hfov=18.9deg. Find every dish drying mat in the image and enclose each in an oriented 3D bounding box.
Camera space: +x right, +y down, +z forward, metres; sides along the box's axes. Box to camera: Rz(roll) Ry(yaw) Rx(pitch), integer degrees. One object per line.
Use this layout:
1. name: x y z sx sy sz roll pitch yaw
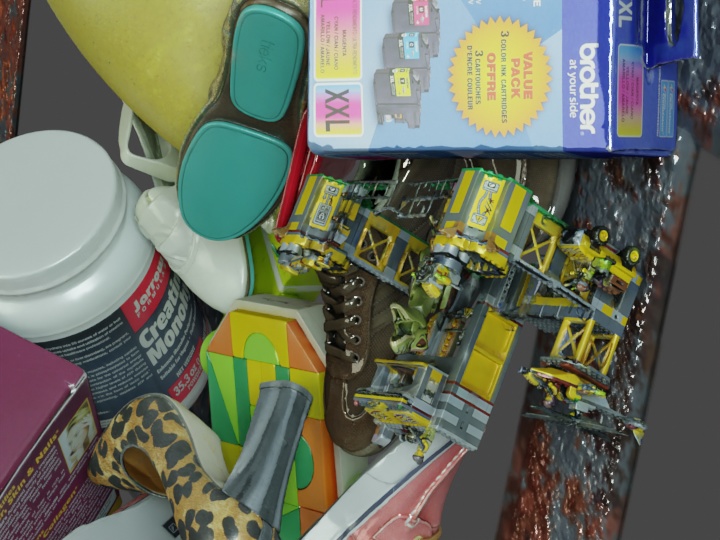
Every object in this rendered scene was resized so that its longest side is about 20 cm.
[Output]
1. dish drying mat: -0.017 -0.071 1.219 0.200 0.018 0.077 -60 -14 -75

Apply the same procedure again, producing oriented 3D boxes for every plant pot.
1. plant pot: -0.082 -0.153 1.300 0.200 0.199 0.143 -33 76 60

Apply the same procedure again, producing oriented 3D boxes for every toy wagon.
1. toy wagon: -0.041 0.118 1.331 0.155 0.039 0.202 9 105 50

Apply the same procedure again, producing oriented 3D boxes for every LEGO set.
1. LEGO set: 0.038 0.031 1.067 0.199 0.153 0.117 6 69 48

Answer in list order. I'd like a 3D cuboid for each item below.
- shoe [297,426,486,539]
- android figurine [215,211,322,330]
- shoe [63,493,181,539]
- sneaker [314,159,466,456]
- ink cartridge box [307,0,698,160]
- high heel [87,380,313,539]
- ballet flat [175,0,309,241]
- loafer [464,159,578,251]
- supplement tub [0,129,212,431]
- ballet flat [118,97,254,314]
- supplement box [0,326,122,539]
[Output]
1. shoe: 0.025 0.155 1.218 0.091 0.071 0.200 44 116 3
2. android figurine: -0.064 -0.024 1.413 0.200 0.041 0.183 124 137 -52
3. shoe: -0.141 0.188 1.408 0.071 0.200 0.091 46 145 9
4. sneaker: 0.000 0.000 1.196 0.070 0.075 0.202 13 89 54
5. ink cartridge box: 0.076 -0.122 1.027 0.199 0.076 0.138 1 93 31
6. high heel: -0.118 0.146 1.289 0.199 0.071 0.143 -18 44 43
7. ballet flat: -0.054 -0.096 1.196 0.201 0.070 0.071 111 146 -49
8. loafer: 0.058 -0.103 1.127 0.073 0.071 0.201 -41 55 57
9. supplement tub: -0.191 0.016 1.474 0.200 0.140 0.141 68 177 -50
10. ballet flat: -0.122 -0.057 1.407 0.070 0.069 0.201 123 139 -49
11. supplement box: -0.243 0.142 1.439 0.103 0.131 0.200 26 153 16
